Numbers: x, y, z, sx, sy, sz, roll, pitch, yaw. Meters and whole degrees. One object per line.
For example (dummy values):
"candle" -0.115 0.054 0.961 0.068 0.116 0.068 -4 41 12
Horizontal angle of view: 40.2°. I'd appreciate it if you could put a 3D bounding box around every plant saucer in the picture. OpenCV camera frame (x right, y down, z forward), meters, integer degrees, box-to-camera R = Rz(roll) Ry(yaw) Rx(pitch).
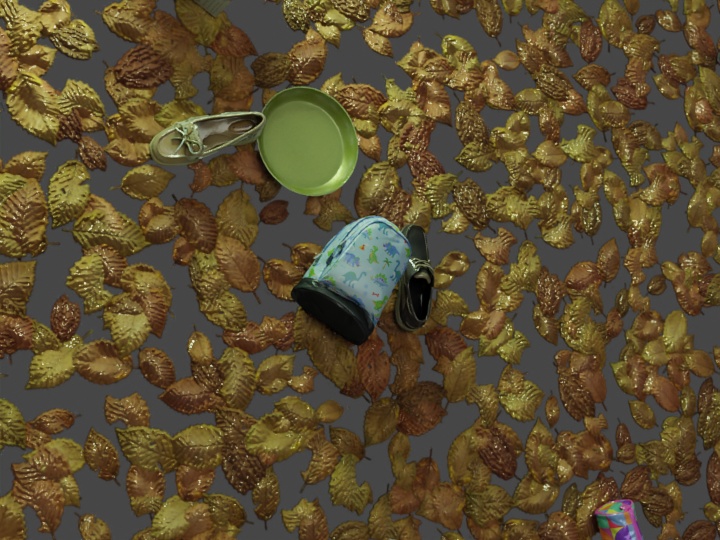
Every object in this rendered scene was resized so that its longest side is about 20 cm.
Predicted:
"plant saucer" -0.099 -0.229 1.766 0.199 0.031 0.201 5 80 -28

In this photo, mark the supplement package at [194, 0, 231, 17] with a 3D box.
"supplement package" -0.265 -0.569 1.663 0.200 0.152 0.151 36 67 -19

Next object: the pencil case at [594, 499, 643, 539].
"pencil case" 0.530 0.557 1.944 0.088 0.088 0.201 -19 90 -29

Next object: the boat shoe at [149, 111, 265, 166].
"boat shoe" -0.257 -0.230 1.651 0.199 0.063 0.074 -22 92 -18

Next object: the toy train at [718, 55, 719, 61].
"toy train" 0.888 -0.536 2.327 0.200 0.085 0.116 43 78 -16

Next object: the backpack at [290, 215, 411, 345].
"backpack" 0.000 0.000 1.730 0.163 0.154 0.200 39 53 -10

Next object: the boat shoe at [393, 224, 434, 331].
"boat shoe" 0.108 0.011 1.812 0.074 0.073 0.201 4 80 -28

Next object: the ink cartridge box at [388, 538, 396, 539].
"ink cartridge box" 0.034 0.556 1.670 0.044 0.094 0.200 42 65 -16
